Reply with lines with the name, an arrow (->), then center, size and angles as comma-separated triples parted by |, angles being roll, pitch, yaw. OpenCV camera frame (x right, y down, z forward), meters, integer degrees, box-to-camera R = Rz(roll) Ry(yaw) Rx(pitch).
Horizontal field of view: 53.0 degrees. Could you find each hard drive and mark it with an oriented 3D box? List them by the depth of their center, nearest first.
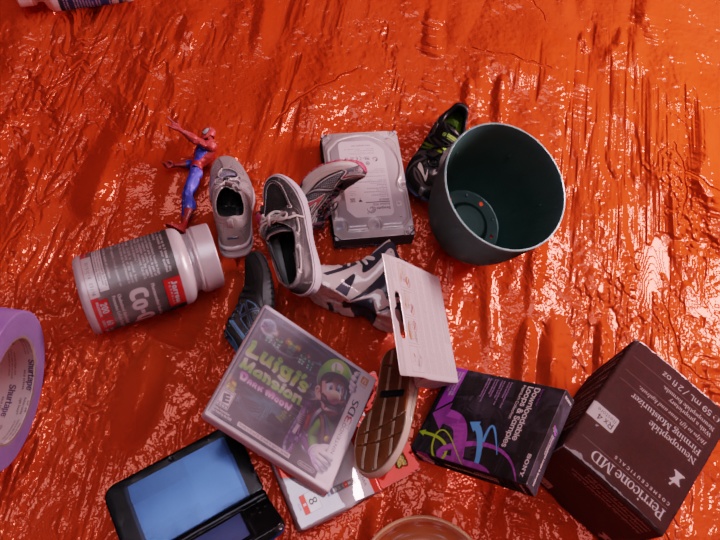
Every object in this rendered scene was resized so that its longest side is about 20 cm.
hard drive -> 0.009, -0.138, 1.205 | 0.136, 0.038, 0.205 | -4, 67, -9

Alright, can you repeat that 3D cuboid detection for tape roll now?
tape roll -> -0.479, 0.147, 0.915 | 0.083, 0.201, 0.205 | 8, 64, -5

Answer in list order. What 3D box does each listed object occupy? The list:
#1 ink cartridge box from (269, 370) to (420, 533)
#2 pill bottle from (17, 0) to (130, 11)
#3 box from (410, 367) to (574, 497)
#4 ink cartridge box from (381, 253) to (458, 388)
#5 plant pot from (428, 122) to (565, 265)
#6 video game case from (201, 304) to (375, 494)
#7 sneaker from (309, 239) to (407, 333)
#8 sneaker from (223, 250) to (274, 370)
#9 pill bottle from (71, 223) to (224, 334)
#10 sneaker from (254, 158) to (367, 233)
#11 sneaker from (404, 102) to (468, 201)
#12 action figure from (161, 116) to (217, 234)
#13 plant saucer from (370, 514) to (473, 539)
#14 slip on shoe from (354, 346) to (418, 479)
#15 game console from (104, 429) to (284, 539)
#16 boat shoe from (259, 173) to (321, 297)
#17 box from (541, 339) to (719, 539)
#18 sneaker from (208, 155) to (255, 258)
ink cartridge box -> -0.029, 0.247, 1.016 | 0.196, 0.050, 0.165 | -23, 71, -14
pill bottle -> -0.505, -0.519, 1.267 | 0.195, 0.112, 0.113 | -13, 67, -13
box -> 0.179, 0.215, 0.998 | 0.197, 0.036, 0.145 | 5, 54, 44
ink cartridge box -> 0.070, 0.076, 1.003 | 0.046, 0.199, 0.165 | -16, 73, 26
plant pot -> 0.195, -0.100, 1.135 | 0.195, 0.161, 0.206 | 5, 71, -14
video game case -> -0.091, 0.173, 0.991 | 0.198, 0.023, 0.184 | 34, 55, -9
sneaker -> 0.000, 0.000, 1.118 | 0.195, 0.080, 0.132 | 21, 62, 2
sneaker -> -0.164, 0.065, 1.067 | 0.080, 0.074, 0.205 | -4, 65, -8
pill bottle -> -0.305, 0.007, 1.051 | 0.195, 0.114, 0.116 | -19, 69, -15
sneaker -> -0.069, -0.104, 1.134 | 0.198, 0.080, 0.076 | -34, 75, 16
sneaker -> 0.132, -0.207, 1.227 | 0.070, 0.083, 0.203 | 27, 66, 0
action figure -> -0.290, -0.156, 1.151 | 0.097, 0.065, 0.204 | 24, 63, -15
plant saucer -> 0.082, 0.432, 0.953 | 0.194, 0.038, 0.205 | 4, 65, -7
slip on shoe -> 0.044, 0.206, 1.021 | 0.074, 0.061, 0.203 | -5, 46, 22
game console -> -0.218, 0.309, 0.928 | 0.197, 0.170, 0.121 | -26, 97, -18
boat shoe -> -0.114, -0.059, 1.056 | 0.072, 0.068, 0.204 | -23, 67, 25
box -> 0.366, 0.243, 1.008 | 0.165, 0.165, 0.200 | 40, 66, 11
sneaker -> -0.199, -0.118, 1.130 | 0.073, 0.083, 0.203 | -9, 50, -11
